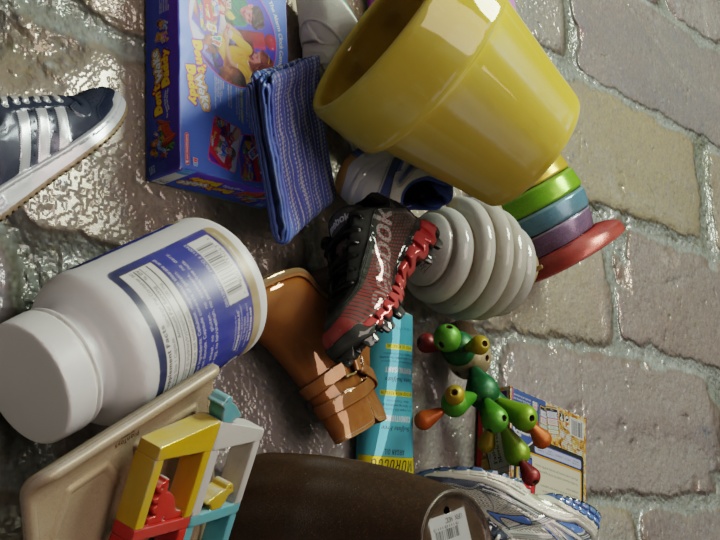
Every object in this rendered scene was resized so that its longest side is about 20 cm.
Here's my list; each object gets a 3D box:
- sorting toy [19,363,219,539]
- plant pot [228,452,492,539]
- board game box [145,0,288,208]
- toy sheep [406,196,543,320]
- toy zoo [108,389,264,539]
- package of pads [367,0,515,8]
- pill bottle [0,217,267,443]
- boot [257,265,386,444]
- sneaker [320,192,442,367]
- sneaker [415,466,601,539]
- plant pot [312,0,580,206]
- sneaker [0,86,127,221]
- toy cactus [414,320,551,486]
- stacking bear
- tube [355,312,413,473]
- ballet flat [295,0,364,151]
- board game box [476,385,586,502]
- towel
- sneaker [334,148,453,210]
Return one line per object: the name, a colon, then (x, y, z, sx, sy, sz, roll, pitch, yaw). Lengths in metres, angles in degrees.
sorting toy: (-0.171, 0.180, 0.905, 0.185, 0.036, 0.201, -32, 137, -49)
plant pot: (0.001, 0.231, 1.025, 0.186, 0.199, 0.188, 18, 66, -45)
board game box: (-0.124, -0.167, 1.118, 0.134, 0.045, 0.201, 13, 69, -47)
toy sheep: (0.103, -0.015, 1.280, 0.199, 0.138, 0.139, 8, 72, -33)
toy zoo: (-0.131, 0.180, 0.913, 0.131, 0.020, 0.201, 0, 110, -61)
package of pads: (0.095, -0.268, 1.381, 0.199, 0.075, 0.121, 12, 67, -47)
pill bottle: (-0.174, 0.045, 0.939, 0.200, 0.119, 0.120, -30, 102, -49)
boot: (-0.047, 0.078, 1.103, 0.199, 0.073, 0.156, -10, 80, -54)
sneaker: (0.000, 0.000, 1.104, 0.098, 0.071, 0.201, 43, 41, -11)
sneaker: (0.140, 0.248, 1.237, 0.199, 0.077, 0.086, 19, 71, -9)
plant pot: (0.089, -0.165, 1.139, 0.189, 0.201, 0.201, 37, 51, -16)
sneaker: (-0.259, -0.112, 0.925, 0.200, 0.070, 0.109, -48, 117, -42)
toy cactus: (0.112, 0.116, 1.266, 0.200, 0.102, 0.165, 45, 15, -30)
stacking bear: (0.191, -0.099, 1.425, 0.114, 0.121, 0.201, -31, 93, -56)
tube: (0.023, 0.141, 1.203, 0.077, 0.050, 0.202, 7, 78, -32)
ballet flat: (-0.017, -0.190, 1.240, 0.070, 0.069, 0.201, -52, 121, -44)
board game box: (0.185, 0.240, 1.356, 0.151, 0.046, 0.201, 25, 61, -43)
towel: (-0.054, -0.113, 1.125, 0.200, 0.024, 0.146, -51, 134, -71)
sneaker: (0.071, -0.101, 1.246, 0.199, 0.075, 0.088, -33, 66, -26)
